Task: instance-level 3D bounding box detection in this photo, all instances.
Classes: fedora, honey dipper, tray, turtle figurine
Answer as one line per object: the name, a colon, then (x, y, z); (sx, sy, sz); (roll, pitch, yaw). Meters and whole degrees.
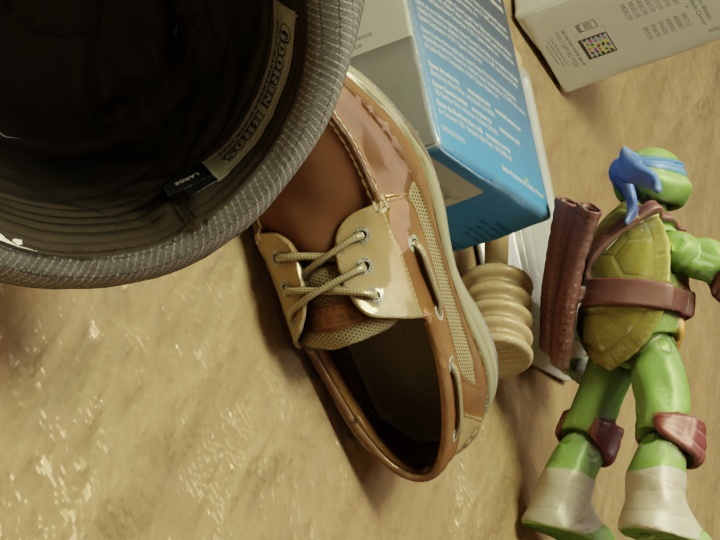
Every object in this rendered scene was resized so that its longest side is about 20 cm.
fedora: (-0.094, -0.094, 0.585); (0.200, 0.177, 0.090); (54, -1, -32)
honey dipper: (0.069, -0.037, 1.028); (0.038, 0.038, 0.200); (49, 34, -44)
tray: (0.085, -0.044, 1.104); (0.107, 0.022, 0.200); (26, 50, -59)
turtle figurine: (0.162, 0.049, 1.011); (0.200, 0.144, 0.194); (53, 48, -66)

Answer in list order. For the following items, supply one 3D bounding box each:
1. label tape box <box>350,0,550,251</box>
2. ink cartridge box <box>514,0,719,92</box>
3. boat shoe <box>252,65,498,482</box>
label tape box: (0.020, -0.122, 0.955); (0.143, 0.066, 0.200); (26, 48, -62)
ink cartridge box: (0.190, -0.237, 1.289); (0.084, 0.175, 0.200); (49, 32, -44)
boat shoe: (0.000, 0.000, 0.806); (0.200, 0.076, 0.072); (59, 28, -25)
